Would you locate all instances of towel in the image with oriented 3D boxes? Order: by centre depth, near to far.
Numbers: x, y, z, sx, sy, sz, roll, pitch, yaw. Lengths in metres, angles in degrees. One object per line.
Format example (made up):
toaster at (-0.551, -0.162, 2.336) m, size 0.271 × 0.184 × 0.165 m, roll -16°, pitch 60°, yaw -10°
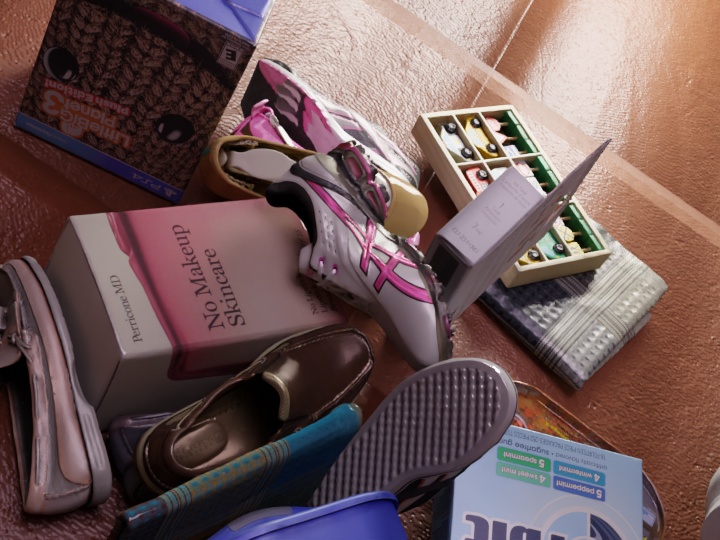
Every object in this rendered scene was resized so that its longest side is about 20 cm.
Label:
towel at (-0.097, 0.163, 0.900) m, size 0.199 × 0.147 × 0.022 m, roll -20°, pitch 63°, yaw -40°
towel at (0.191, 0.006, 1.297) m, size 0.192 × 0.035 × 0.200 m, roll 43°, pitch 46°, yaw 11°

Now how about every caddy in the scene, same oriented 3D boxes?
caddy at (-0.051, 0.211, 0.892) m, size 0.198 × 0.142 × 0.106 m, roll -10°, pitch 62°, yaw -37°

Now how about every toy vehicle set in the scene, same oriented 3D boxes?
toy vehicle set at (0.148, -0.078, 1.303) m, size 0.123 × 0.027 × 0.201 m, roll -11°, pitch 58°, yaw -34°

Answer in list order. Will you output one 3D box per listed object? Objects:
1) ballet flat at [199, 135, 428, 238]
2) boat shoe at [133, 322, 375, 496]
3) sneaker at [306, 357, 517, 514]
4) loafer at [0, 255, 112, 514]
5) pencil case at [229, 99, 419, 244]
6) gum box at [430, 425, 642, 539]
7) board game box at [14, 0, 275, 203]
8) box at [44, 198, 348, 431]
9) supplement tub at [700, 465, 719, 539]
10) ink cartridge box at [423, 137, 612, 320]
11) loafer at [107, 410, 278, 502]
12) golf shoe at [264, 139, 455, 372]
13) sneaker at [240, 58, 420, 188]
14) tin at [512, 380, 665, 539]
ballet flat at (-0.036, -0.067, 1.088) m, size 0.197 × 0.063 × 0.070 m, roll 12°, pitch 79°, yaw -7°
boat shoe at (-0.062, 0.097, 0.931) m, size 0.201 × 0.075 × 0.075 m, roll -33°, pitch 89°, yaw -29°
sneaker at (0.048, 0.125, 0.986) m, size 0.079 × 0.199 × 0.079 m, roll -2°, pitch 61°, yaw -54°
loafer at (-0.236, 0.079, 0.945) m, size 0.062 × 0.072 × 0.202 m, roll -12°, pitch 63°, yaw -29°
pencil case at (-0.035, -0.059, 1.161) m, size 0.199 × 0.094 × 0.091 m, roll 37°, pitch 32°, yaw -1°
gum box at (0.138, 0.228, 1.029) m, size 0.168 × 0.045 × 0.202 m, roll 16°, pitch 59°, yaw -14°
board game box at (-0.179, -0.182, 1.100) m, size 0.158 × 0.201 × 0.097 m, roll 25°, pitch 46°, yaw -10°
box at (-0.131, 0.030, 1.018) m, size 0.198 × 0.109 × 0.129 m, roll -8°, pitch 59°, yaw -36°
supplement tub at (0.394, 0.195, 1.173) m, size 0.144 × 0.145 × 0.200 m, roll 41°, pitch 44°, yaw 6°
ink cartridge box at (0.115, -0.031, 1.117) m, size 0.044 × 0.200 × 0.173 m, roll 44°, pitch 68°, yaw 9°
loafer at (-0.097, 0.114, 0.999) m, size 0.198 × 0.072 × 0.063 m, roll -14°, pitch 58°, yaw -35°
golf shoe at (0.000, 0.000, 1.007) m, size 0.091 × 0.073 × 0.201 m, roll -24°, pitch 67°, yaw -16°
sneaker at (-0.025, -0.124, 1.249) m, size 0.200 × 0.080 × 0.086 m, roll 44°, pitch 32°, yaw -2°
tin at (0.171, 0.178, 1.130) m, size 0.199 × 0.042 × 0.112 m, roll 38°, pitch 40°, yaw 1°
